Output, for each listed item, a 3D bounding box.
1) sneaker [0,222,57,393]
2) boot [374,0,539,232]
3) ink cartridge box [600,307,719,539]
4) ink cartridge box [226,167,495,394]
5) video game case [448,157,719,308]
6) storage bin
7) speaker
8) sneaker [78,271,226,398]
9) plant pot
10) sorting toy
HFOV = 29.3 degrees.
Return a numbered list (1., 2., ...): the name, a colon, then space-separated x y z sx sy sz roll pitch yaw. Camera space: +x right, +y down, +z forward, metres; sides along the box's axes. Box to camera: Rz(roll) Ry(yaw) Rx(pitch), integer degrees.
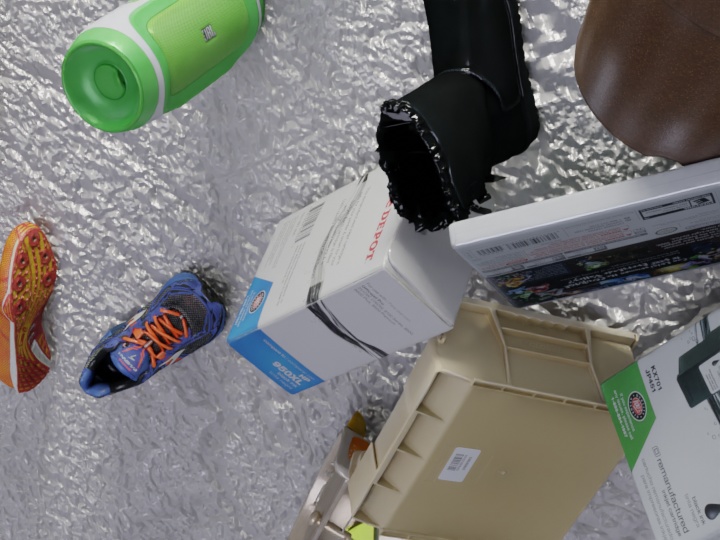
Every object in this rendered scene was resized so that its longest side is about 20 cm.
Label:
1. sneaker: -0.357 0.036 1.400 0.077 0.073 0.201 29 124 21
2. boot: 0.062 -0.138 1.028 0.073 0.162 0.200 -4 116 37
3. ink cartridge box: 0.284 0.105 0.994 0.200 0.082 0.148 -43 56 48
4. ink cartridge box: 0.000 0.000 1.129 0.084 0.145 0.199 41 138 -23
5. video game case: 0.185 -0.023 1.022 0.198 0.182 0.024 -14 70 18
6. storage bin: 0.111 0.136 1.152 0.197 0.094 0.201 12 130 -19
7. speaker: -0.151 -0.180 1.087 0.088 0.200 0.089 12 123 20
8. sneaker: -0.202 0.072 1.336 0.075 0.079 0.200 47 127 -6
9. plant pot: 0.234 -0.183 0.887 0.199 0.201 0.199 31 151 7
10. sorting toy: 0.039 0.239 1.306 0.179 0.107 0.201 25 135 -2
